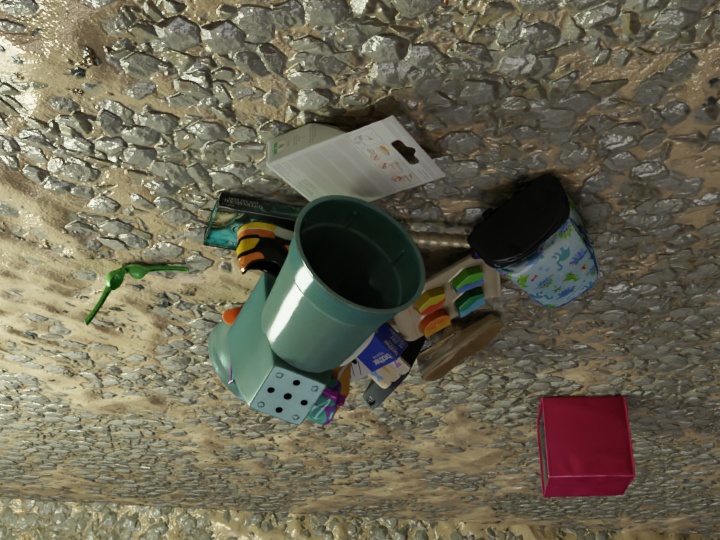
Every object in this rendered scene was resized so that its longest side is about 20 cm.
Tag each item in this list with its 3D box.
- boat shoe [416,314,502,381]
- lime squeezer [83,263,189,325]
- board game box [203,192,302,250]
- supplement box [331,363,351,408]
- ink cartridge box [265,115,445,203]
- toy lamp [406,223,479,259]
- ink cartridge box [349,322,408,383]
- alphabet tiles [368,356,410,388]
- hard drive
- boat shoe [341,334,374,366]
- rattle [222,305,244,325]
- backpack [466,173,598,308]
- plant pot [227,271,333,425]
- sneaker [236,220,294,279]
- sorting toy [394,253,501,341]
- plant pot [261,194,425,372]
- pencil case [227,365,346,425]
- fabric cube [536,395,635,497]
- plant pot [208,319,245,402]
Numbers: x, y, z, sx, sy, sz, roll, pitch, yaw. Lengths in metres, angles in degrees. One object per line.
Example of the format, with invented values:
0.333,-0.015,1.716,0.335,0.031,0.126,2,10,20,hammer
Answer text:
0.185,0.137,1.787,0.200,0.070,0.073,-38,148,21,boat shoe
-0.400,0.017,1.594,0.199,0.071,0.038,-28,136,-8,lime squeezer
-0.141,-0.063,1.457,0.198,0.028,0.135,9,152,-16,board game box
-0.058,0.187,1.687,0.066,0.069,0.201,23,146,14,supplement box
-0.006,-0.154,1.261,0.198,0.051,0.161,-19,147,25,ink cartridge box
0.128,-0.051,1.441,0.198,0.059,0.058,6,153,-4,toy lamp
-0.004,0.145,1.694,0.094,0.044,0.200,46,144,-6,ink cartridge box
-0.001,0.141,1.739,0.196,0.015,0.200,45,144,0,alphabet tiles
0.069,0.194,1.846,0.042,0.135,0.200,32,147,-2,hard drive
-0.001,0.068,1.562,0.065,0.203,0.074,31,-175,-34,boat shoe
-0.116,0.047,1.534,0.198,0.132,0.143,-2,169,-31,rattle
0.278,-0.031,1.388,0.163,0.154,0.200,-38,157,10,backpack
-0.118,0.131,1.424,0.140,0.201,0.142,24,116,-19,plant pot
-0.098,-0.013,1.421,0.198,0.091,0.070,11,151,-18,sneaker
0.152,0.049,1.581,0.199,0.037,0.186,-25,152,-3,sorting toy
-0.041,0.033,1.306,0.198,0.202,0.196,14,136,-24,plant pot
-0.129,0.194,1.581,0.199,0.086,0.092,26,149,-20,pencil case
0.534,0.424,2.196,0.197,0.198,0.200,-3,152,5,fabric cube
-0.161,0.135,1.691,0.199,0.202,0.134,23,127,-35,plant pot
